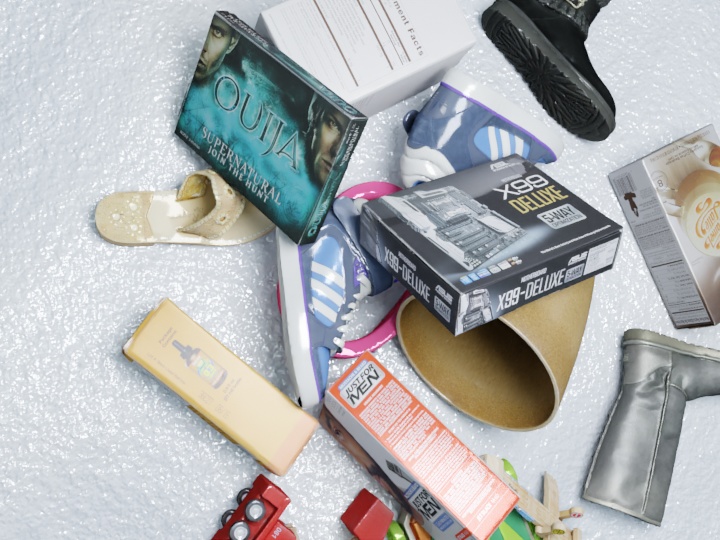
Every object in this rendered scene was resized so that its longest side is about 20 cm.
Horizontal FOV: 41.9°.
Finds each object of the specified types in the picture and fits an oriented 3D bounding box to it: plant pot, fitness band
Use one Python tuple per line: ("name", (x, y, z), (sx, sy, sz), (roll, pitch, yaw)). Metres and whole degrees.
("plant pot", (0.164, 0.029, 0.981), (0.186, 0.186, 0.201), (45, 57, -6))
("fitness band", (0.000, 0.000, 0.995), (0.143, 0.037, 0.201), (42, 73, -7))

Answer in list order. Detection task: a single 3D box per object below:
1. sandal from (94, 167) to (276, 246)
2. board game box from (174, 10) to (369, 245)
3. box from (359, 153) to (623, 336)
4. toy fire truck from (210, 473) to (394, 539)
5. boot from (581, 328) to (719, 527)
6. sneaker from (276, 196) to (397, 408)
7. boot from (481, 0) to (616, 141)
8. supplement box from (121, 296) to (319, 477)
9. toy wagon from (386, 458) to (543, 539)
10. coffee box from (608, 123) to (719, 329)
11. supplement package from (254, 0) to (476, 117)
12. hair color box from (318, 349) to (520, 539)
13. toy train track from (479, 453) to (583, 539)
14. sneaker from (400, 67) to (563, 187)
("sandal", (-0.158, -0.064, 0.940), (0.207, 0.070, 0.079), (-9, 85, -17))
("board game box", (-0.092, -0.138, 0.898), (0.199, 0.137, 0.028), (40, 30, 26))
("box", (0.121, -0.032, 0.886), (0.197, 0.158, 0.051), (-19, 133, -27))
("toy fire truck", (-0.075, 0.280, 0.927), (0.141, 0.049, 0.201), (41, 79, -16))
("boot", (0.349, 0.184, 1.054), (0.178, 0.073, 0.204), (14, 72, 0))
("sneaker", (-0.006, 0.026, 0.929), (0.143, 0.081, 0.205), (-5, 76, -9))
("boot", (0.256, -0.273, 1.082), (0.158, 0.079, 0.212), (-42, 95, -17))
("supplement box", (-0.138, 0.116, 0.925), (0.199, 0.069, 0.067), (41, 74, -9))
("toy wagon", (0.102, 0.257, 0.989), (0.153, 0.040, 0.203), (-23, 90, -18))
("coffee box", (0.387, -0.049, 1.091), (0.113, 0.080, 0.203), (-25, 90, -17))
("supplement package", (-0.003, -0.230, 0.979), (0.197, 0.121, 0.121), (-28, 88, -18))
("hair color box", (0.051, 0.182, 0.918), (0.200, 0.111, 0.064), (44, 68, 12))
("toy train track", (0.187, 0.244, 0.971), (0.200, 0.032, 0.116), (43, 42, -35))
("sneaker", (0.123, -0.114, 1.016), (0.198, 0.080, 0.148), (21, 101, -44))
